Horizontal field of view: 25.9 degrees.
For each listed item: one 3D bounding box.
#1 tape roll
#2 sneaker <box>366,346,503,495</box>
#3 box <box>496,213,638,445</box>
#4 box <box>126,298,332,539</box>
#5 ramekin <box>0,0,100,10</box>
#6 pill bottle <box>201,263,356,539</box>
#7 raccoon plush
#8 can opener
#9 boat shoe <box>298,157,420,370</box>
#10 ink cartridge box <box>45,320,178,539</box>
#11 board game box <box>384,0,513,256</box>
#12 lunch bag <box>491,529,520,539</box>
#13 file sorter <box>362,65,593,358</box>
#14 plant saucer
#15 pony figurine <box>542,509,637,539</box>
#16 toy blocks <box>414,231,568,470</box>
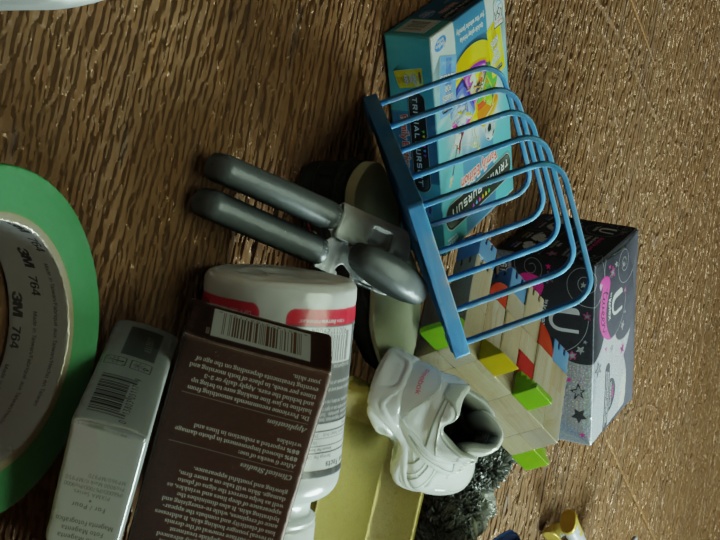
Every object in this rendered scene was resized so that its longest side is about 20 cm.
[{"bbox_3d":[-0.223,0.039,0.862,0.200,0.048,0.202,-30,124,-57],"label":"tape roll"},{"bbox_3d":[0.073,0.141,1.291,0.078,0.099,0.200,-65,152,-20],"label":"sneaker"},{"bbox_3d":[0.216,0.060,1.628,0.132,0.114,0.202,-34,127,-55],"label":"box"},{"bbox_3d":[-0.090,0.130,1.019,0.075,0.099,0.201,-95,-159,-73],"label":"box"},{"bbox_3d":[-0.177,-0.230,0.814,0.200,0.097,0.202,-26,120,-57],"label":"ramekin"},{"bbox_3d":[-0.065,0.101,1.112,0.110,0.110,0.202,-6,103,-61],"label":"pill bottle"},{"bbox_3d":[0.069,0.163,1.437,0.200,0.096,0.134,50,55,-24],"label":"raccoon plush"},{"bbox_3d":[-0.030,-0.031,1.129,0.199,0.066,0.053,23,85,-36],"label":"can opener"},{"bbox_3d":[0.001,-0.002,1.257,0.074,0.063,0.203,-51,137,-41],"label":"boat shoe"},{"bbox_3d":[-0.164,0.150,0.953,0.163,0.057,0.201,-92,-158,-72],"label":"ink cartridge box"},{"bbox_3d":[0.083,-0.137,1.390,0.151,0.047,0.202,-42,133,-50],"label":"board game box"},{"bbox_3d":[0.113,0.356,1.438,0.201,0.132,0.136,-54,160,23],"label":"lunch bag"},{"bbox_3d":[0.091,-0.056,1.233,0.200,0.122,0.140,-109,180,-59],"label":"file sorter"},{"bbox_3d":[-0.011,0.198,1.312,0.200,0.048,0.202,30,71,-62],"label":"plant saucer"},{"bbox_3d":[0.269,0.386,1.819,0.200,0.166,0.195,30,63,-45],"label":"pony figurine"},{"bbox_3d":[0.122,0.062,1.383,0.200,0.099,0.137,45,41,-31],"label":"toy blocks"}]
